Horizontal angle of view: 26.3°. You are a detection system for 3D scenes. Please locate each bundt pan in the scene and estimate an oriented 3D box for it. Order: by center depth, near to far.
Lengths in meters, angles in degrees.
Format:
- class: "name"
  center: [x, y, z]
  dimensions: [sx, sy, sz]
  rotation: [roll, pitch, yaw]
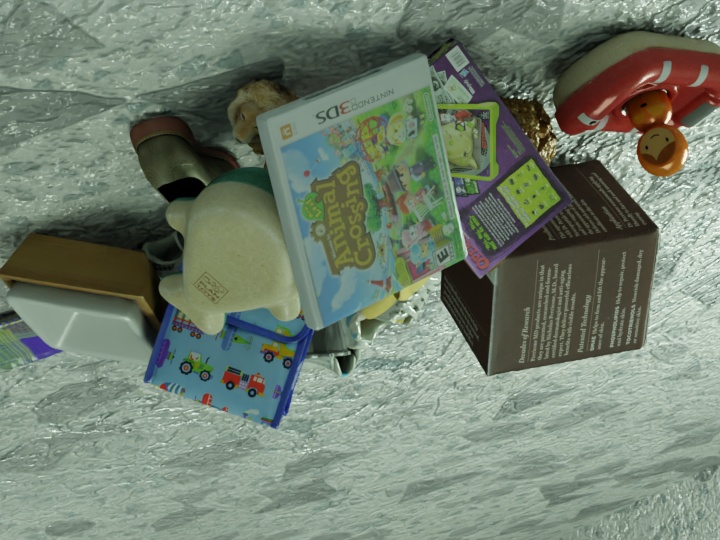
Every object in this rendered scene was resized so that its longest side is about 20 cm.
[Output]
- class: "bundt pan"
  center: [-0.112, 0.066, 1.760]
  dimensions: [0.199, 0.077, 0.202]
  rotation: [-3, 178, 0]

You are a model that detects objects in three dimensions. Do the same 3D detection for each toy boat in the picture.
- class: "toy boat"
  center: [0.290, -0.156, 1.546]
  dimensions: [0.198, 0.132, 0.130]
  rotation: [0, 155, -34]

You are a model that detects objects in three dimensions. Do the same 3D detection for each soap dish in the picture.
- class: "soap dish"
  center: [-0.281, 0.032, 1.648]
  dimensions: [0.156, 0.082, 0.200]
  rotation: [9, 161, 8]

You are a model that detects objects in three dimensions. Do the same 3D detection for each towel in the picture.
- class: "towel"
  center: [-0.362, 0.071, 1.840]
  dimensions: [0.198, 0.023, 0.144]
  rotation: [-15, 161, -1]

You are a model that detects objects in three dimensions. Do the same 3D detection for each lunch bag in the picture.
- class: "lunch bag"
  center: [-0.120, 0.041, 1.608]
  dimensions: [0.149, 0.202, 0.094]
  rotation: [18, -173, 2]

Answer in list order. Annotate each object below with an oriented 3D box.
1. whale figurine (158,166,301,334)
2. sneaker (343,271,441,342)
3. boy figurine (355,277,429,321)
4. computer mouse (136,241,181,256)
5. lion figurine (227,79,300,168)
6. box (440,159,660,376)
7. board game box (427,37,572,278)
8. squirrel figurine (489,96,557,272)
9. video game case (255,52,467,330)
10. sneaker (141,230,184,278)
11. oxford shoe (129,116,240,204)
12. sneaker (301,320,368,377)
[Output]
- class: "whale figurine"
  center: [-0.113, -0.019, 1.451]
  dimensions: [0.200, 0.159, 0.104]
  rotation: [-44, -171, 47]
- class: "sneaker"
  center: [0.058, 0.021, 1.921]
  dimensions: [0.199, 0.082, 0.076]
  rotation: [-32, 152, 35]
- class: "boy figurine"
  center: [0.000, 0.000, 1.652]
  dimensions: [0.199, 0.126, 0.064]
  rotation: [12, -150, 44]
- class: "computer mouse"
  center: [-0.190, -0.002, 1.769]
  dimensions: [0.058, 0.034, 0.200]
  rotation: [-28, 150, 20]
- class: "lion figurine"
  center: [-0.037, -0.112, 1.454]
  dimensions: [0.198, 0.073, 0.123]
  rotation: [17, 147, -15]
- class: "box"
  center: [0.211, -0.006, 1.755]
  dimensions: [0.198, 0.166, 0.166]
  rotation: [-9, 125, -14]
- class: "board game box"
  center: [0.100, -0.105, 1.460]
  dimensions: [0.120, 0.200, 0.032]
  rotation: [-40, -158, -3]
- class: "squirrel figurine"
  center: [0.096, -0.115, 1.564]
  dimensions: [0.186, 0.142, 0.200]
  rotation: [19, 128, -40]
- class: "video game case"
  center: [0.006, -0.072, 1.387]
  dimensions: [0.181, 0.202, 0.022]
  rotation: [-25, -157, -29]
- class: "sneaker"
  center: [-0.140, -0.040, 1.644]
  dimensions: [0.199, 0.077, 0.080]
  rotation: [-32, 130, 21]
- class: "oxford shoe"
  center: [-0.164, -0.081, 1.503]
  dimensions: [0.070, 0.076, 0.200]
  rotation: [-21, 159, 16]
- class: "sneaker"
  center: [-0.044, 0.109, 2.074]
  dimensions: [0.074, 0.088, 0.200]
  rotation: [-6, 159, -26]
